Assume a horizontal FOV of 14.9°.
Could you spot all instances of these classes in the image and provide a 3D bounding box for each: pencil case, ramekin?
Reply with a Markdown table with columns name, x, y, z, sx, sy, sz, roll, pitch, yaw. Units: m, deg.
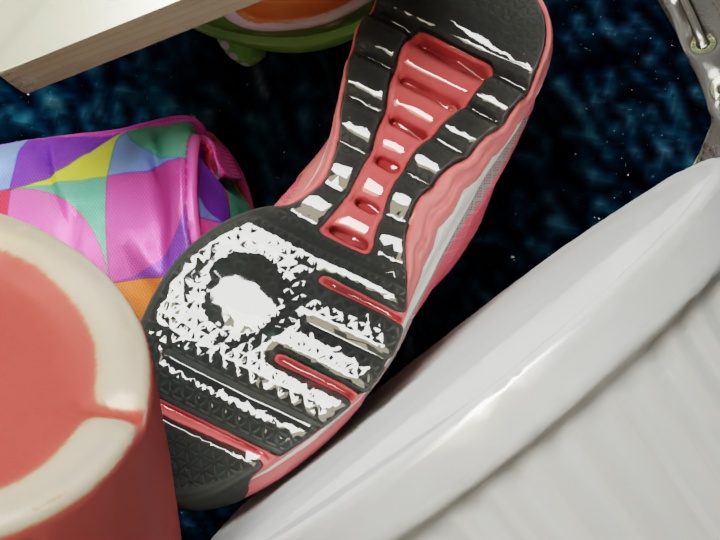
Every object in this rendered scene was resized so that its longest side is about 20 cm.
| name | x | y | z | sx | sy | sz | roll | pitch | yaw |
| --- | --- | --- | --- | --- | --- | --- | --- | --- | --- |
| pencil case | -0.133 | -0.004 | 0.917 | 0.198 | 0.088 | 0.089 | -4 | 77 | 12 |
| ramekin | 0.055 | 0.064 | 0.797 | 0.202 | 0.202 | 0.094 | -38 | 92 | 5 |

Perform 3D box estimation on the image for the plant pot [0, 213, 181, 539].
| name | x | y | z | sx | sy | sz | roll | pitch | yaw |
| --- | --- | --- | --- | --- | --- | --- | --- | --- | --- |
| plant pot | -0.134 | 0.090 | 0.774 | 0.199 | 0.178 | 0.201 | 5 | 38 | -4 |

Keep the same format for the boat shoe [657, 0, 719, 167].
| name | x | y | z | sx | sy | sz | roll | pitch | yaw |
| --- | --- | --- | --- | --- | --- | --- | --- | --- | --- |
| boat shoe | 0.134 | -0.031 | 0.862 | 0.064 | 0.073 | 0.201 | -20 | 64 | 15 |

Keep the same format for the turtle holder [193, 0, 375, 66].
| name | x | y | z | sx | sy | sz | roll | pitch | yaw |
| --- | --- | --- | --- | --- | --- | --- | --- | --- | --- |
| turtle holder | -0.037 | -0.170 | 0.900 | 0.140 | 0.132 | 0.187 | -6 | 77 | 14 |

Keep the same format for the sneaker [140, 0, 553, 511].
| name | x | y | z | sx | sy | sz | roll | pitch | yaw |
| --- | --- | --- | --- | --- | --- | --- | --- | --- | --- |
| sneaker | 0.000 | 0.000 | 0.868 | 0.073 | 0.087 | 0.201 | 31 | 73 | 17 |

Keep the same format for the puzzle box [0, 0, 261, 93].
| name | x | y | z | sx | sy | sz | roll | pitch | yaw |
| --- | --- | --- | --- | --- | --- | --- | --- | --- | --- |
| puzzle box | -0.071 | -0.168 | 0.825 | 0.132 | 0.025 | 0.201 | -20 | 74 | 10 |
